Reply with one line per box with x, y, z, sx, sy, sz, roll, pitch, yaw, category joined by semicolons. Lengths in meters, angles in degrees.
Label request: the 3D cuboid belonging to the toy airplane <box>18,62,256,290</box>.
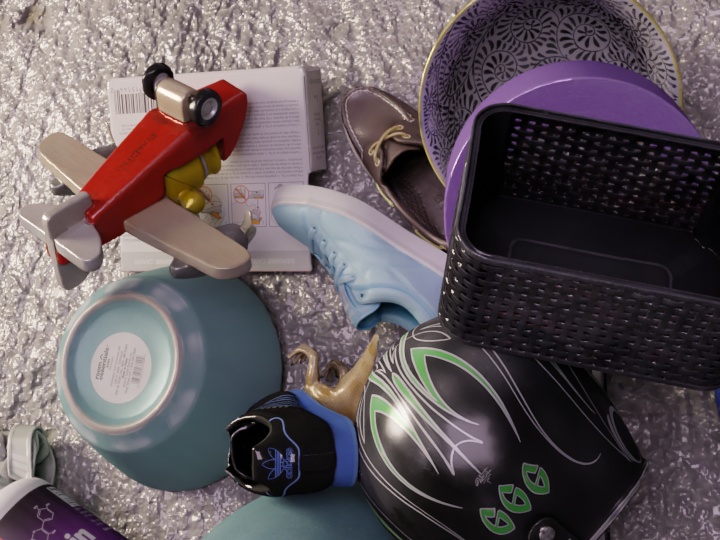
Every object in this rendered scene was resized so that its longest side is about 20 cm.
-0.181;-0.057;1.007;0.197;0.141;0.202;-13;56;10;toy airplane

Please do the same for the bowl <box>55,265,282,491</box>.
-0.176;0.083;1.018;0.199;0.105;0.203;-4;77;19;bowl

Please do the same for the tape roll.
0.161;-0.050;0.894;0.198;0.066;0.202;2;110;5;tape roll

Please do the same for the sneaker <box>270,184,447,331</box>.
0.000;0.000;0.975;0.199;0.074;0.082;27;67;17;sneaker

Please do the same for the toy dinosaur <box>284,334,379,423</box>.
-0.018;0.106;0.962;0.101;0.058;0.201;55;130;44;toy dinosaur

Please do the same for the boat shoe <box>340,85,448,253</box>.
0.042;-0.087;1.009;0.072;0.059;0.201;-38;66;8;boat shoe

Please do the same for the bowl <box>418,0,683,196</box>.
0.145;-0.137;0.947;0.198;0.094;0.203;1;111;4;bowl

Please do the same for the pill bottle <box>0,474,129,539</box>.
-0.252;0.247;0.984;0.199;0.112;0.113;31;88;11;pill bottle

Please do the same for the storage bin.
0.158;-0.016;0.784;0.198;0.094;0.136;11;52;2;storage bin

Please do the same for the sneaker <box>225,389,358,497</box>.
-0.069;0.126;0.893;0.077;0.200;0.071;1;86;-21;sneaker

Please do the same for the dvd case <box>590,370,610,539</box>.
0.118;0.156;0.936;0.149;0.025;0.202;-4;74;20;dvd case

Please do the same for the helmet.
0.086;0.122;0.849;0.191;0.200;0.200;43;93;10;helmet

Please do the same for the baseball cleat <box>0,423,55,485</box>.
-0.346;0.156;1.097;0.106;0.070;0.200;-41;76;0;baseball cleat

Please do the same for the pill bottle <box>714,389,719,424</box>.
0.307;0.114;0.827;0.111;0.112;0.202;-11;73;18;pill bottle

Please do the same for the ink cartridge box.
-0.129;-0.089;1.085;0.198;0.045;0.178;0;98;21;ink cartridge box

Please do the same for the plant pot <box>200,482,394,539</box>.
-0.029;0.236;0.898;0.198;0.201;0.135;14;45;23;plant pot
